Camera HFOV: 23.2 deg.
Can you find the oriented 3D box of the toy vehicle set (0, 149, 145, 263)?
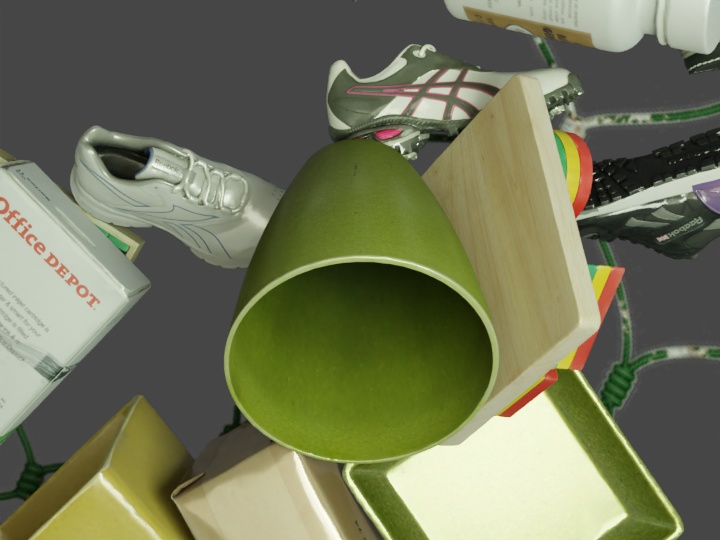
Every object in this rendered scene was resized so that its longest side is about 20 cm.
[{"bbox_3d":[-0.289,-0.023,1.417,0.199,0.027,0.125,31,99,1],"label":"toy vehicle set"}]

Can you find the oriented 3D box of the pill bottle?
[{"bbox_3d":[0.167,-0.221,1.275,0.198,0.114,0.115,15,99,19],"label":"pill bottle"}]

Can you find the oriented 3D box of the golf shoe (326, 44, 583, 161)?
[{"bbox_3d":[0.069,-0.137,1.341,0.198,0.077,0.089,-12,85,5],"label":"golf shoe"}]

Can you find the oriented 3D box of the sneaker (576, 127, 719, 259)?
[{"bbox_3d":[0.219,-0.039,1.338,0.198,0.076,0.088,-13,117,19],"label":"sneaker"}]

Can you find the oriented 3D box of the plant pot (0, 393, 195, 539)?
[{"bbox_3d":[-0.181,0.254,1.364,0.194,0.196,0.200,-43,98,10],"label":"plant pot"}]

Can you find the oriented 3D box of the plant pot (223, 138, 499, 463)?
[{"bbox_3d":[0.000,0.000,1.257,0.185,0.201,0.188,0,130,0],"label":"plant pot"}]

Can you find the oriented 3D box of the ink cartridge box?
[{"bbox_3d":[-0.282,0.033,1.367,0.200,0.083,0.147,-44,91,10],"label":"ink cartridge box"}]

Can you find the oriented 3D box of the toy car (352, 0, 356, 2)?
[{"bbox_3d":[0.026,-0.299,1.287,0.156,0.164,0.202,15,108,4],"label":"toy car"}]

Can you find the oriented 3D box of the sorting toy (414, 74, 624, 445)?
[{"bbox_3d":[0.112,-0.002,1.281,0.069,0.199,0.202,5,59,-28],"label":"sorting toy"}]

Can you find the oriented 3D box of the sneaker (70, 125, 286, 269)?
[{"bbox_3d":[-0.133,-0.058,1.357,0.198,0.087,0.075,13,69,2],"label":"sneaker"}]

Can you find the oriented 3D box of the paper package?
[{"bbox_3d":[-0.043,0.214,1.337,0.103,0.191,0.201,-28,94,6],"label":"paper package"}]

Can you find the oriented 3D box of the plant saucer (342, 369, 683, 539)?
[{"bbox_3d":[0.116,0.176,1.372,0.199,0.048,0.200,-35,93,-5],"label":"plant saucer"}]

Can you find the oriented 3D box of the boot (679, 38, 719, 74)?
[{"bbox_3d":[0.348,-0.122,1.307,0.202,0.073,0.155,-9,91,4],"label":"boot"}]
